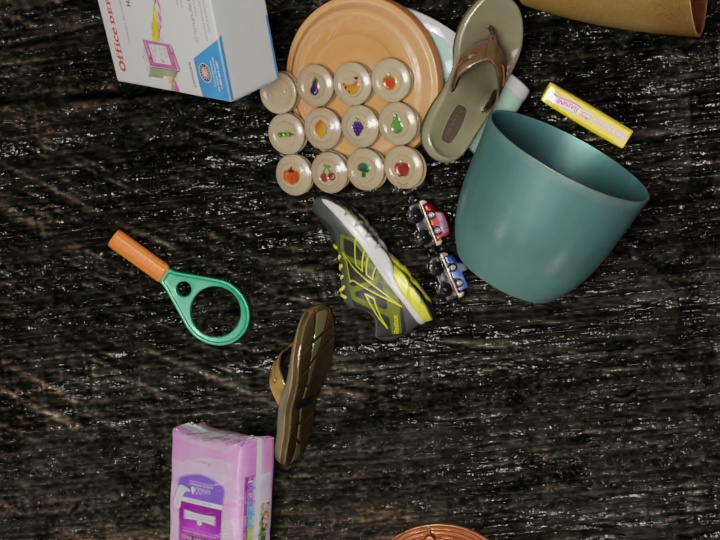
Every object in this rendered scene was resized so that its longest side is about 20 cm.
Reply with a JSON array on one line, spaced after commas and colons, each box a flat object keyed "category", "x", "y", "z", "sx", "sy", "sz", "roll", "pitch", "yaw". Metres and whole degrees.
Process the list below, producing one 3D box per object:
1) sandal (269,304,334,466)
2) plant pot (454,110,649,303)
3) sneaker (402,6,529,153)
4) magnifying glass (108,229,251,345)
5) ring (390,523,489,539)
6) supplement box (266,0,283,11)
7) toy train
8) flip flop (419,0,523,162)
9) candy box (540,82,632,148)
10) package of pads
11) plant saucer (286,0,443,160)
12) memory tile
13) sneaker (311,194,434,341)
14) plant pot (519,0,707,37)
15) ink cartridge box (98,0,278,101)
[{"category": "sandal", "x": -0.082, "y": 0.136, "z": 1.709, "sx": 0.054, "sy": 0.080, "sz": 0.201, "roll": 18, "pitch": 102, "yaw": 26}, {"category": "plant pot", "x": 0.198, "y": -0.062, "z": 1.597, "sx": 0.200, "sy": 0.201, "sz": 0.161, "roll": 29, "pitch": 111, "yaw": 3}, {"category": "sneaker", "x": 0.084, "y": -0.218, "z": 1.646, "sx": 0.200, "sy": 0.074, "sz": 0.118, "roll": 35, "pitch": 92, "yaw": 0}, {"category": "magnifying glass", "x": -0.222, "y": 0.018, "z": 1.734, "sx": 0.200, "sy": 0.022, "sz": 0.080, "roll": 35, "pitch": 98, "yaw": 0}, {"category": "ring", "x": 0.098, "y": 0.410, "z": 1.735, "sx": 0.200, "sy": 0.019, "sz": 0.201, "roll": 1, "pitch": 96, "yaw": 7}, {"category": "supplement box", "x": -0.071, "y": -0.386, "z": 1.632, "sx": 0.200, "sy": 0.110, "sz": 0.086, "roll": -34, "pitch": 90, "yaw": 8}, {"category": "toy train", "x": 0.084, "y": -0.054, "z": 1.687, "sx": 0.046, "sy": 0.034, "sz": 0.201, "roll": -22, "pitch": 92, "yaw": -5}, {"category": "flip flop", "x": 0.129, "y": -0.214, "z": 1.582, "sx": 0.081, "sy": 0.058, "sz": 0.200, "roll": 27, "pitch": 87, "yaw": -18}, {"category": "candy box", "x": 0.248, "y": -0.174, "z": 1.571, "sx": 0.102, "sy": 0.200, "sz": 0.026, "roll": 29, "pitch": 100, "yaw": 3}, {"category": "package of pads", "x": -0.170, "y": 0.289, "z": 1.707, "sx": 0.120, "sy": 0.076, "sz": 0.201, "roll": 7, "pitch": 96, "yaw": 37}, {"category": "plant saucer", "x": 0.000, "y": -0.219, "z": 1.643, "sx": 0.200, "sy": 0.032, "sz": 0.201, "roll": 7, "pitch": 106, "yaw": 27}, {"category": "memory tile", "x": -0.022, "y": -0.165, "z": 1.642, "sx": 0.199, "sy": 0.017, "sz": 0.154, "roll": -2, "pitch": 103, "yaw": 29}, {"category": "sneaker", "x": 0.000, "y": 0.000, "z": 1.679, "sx": 0.085, "sy": 0.074, "sz": 0.200, "roll": -40, "pitch": 90, "yaw": 9}, {"category": "plant pot", "x": 0.276, "y": -0.349, "z": 1.576, "sx": 0.199, "sy": 0.186, "sz": 0.187, "roll": 0, "pitch": 96, "yaw": 20}, {"category": "ink cartridge box", "x": -0.201, "y": -0.281, "z": 1.603, "sx": 0.200, "sy": 0.085, "sz": 0.145, "roll": 16, "pitch": 126, "yaw": 40}]
